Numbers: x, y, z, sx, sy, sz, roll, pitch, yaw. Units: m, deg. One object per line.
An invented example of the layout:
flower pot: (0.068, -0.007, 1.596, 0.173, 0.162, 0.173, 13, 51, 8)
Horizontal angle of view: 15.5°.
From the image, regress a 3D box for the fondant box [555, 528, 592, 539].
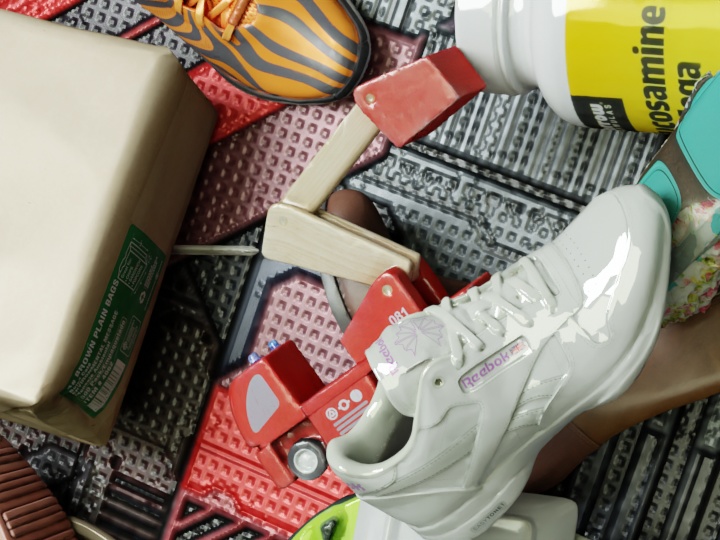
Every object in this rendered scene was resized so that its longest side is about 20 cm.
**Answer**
fondant box: (0.121, 0.214, 1.270, 0.199, 0.058, 0.145, 21, 69, 15)

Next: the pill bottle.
pill bottle: (0.152, -0.121, 1.272, 0.199, 0.112, 0.113, 5, 91, 22)

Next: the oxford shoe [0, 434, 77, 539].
oxford shoe: (-0.183, 0.178, 1.396, 0.074, 0.071, 0.201, -28, 79, 22)

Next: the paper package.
paper package: (-0.194, -0.033, 1.391, 0.190, 0.103, 0.201, 15, 79, 21)

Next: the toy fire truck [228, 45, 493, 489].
toy fire truck: (0.000, 0.000, 1.289, 0.200, 0.049, 0.141, -36, 88, 21)

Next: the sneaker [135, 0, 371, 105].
sneaker: (-0.094, -0.147, 1.370, 0.200, 0.112, 0.078, 30, 101, 19)

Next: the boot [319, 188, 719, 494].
boot: (0.092, 0.005, 1.318, 0.200, 0.068, 0.189, -30, 78, 18)

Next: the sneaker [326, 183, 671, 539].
sneaker: (0.065, 0.039, 1.208, 0.200, 0.099, 0.075, -53, 35, 14)

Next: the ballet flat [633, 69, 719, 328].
ballet flat: (0.171, -0.042, 1.216, 0.200, 0.064, 0.076, -51, 48, 47)

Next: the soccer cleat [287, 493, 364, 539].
soccer cleat: (-0.023, 0.167, 1.352, 0.200, 0.081, 0.068, -40, 87, 17)

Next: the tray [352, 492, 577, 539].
tray: (0.036, 0.191, 1.247, 0.107, 0.022, 0.201, 7, 66, 9)

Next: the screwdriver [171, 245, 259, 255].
screwdriver: (-0.147, -0.016, 1.434, 0.199, 0.028, 0.029, -4, 103, 23)

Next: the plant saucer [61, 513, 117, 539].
plant saucer: (-0.176, 0.229, 1.445, 0.199, 0.029, 0.201, 0, 89, 21)
